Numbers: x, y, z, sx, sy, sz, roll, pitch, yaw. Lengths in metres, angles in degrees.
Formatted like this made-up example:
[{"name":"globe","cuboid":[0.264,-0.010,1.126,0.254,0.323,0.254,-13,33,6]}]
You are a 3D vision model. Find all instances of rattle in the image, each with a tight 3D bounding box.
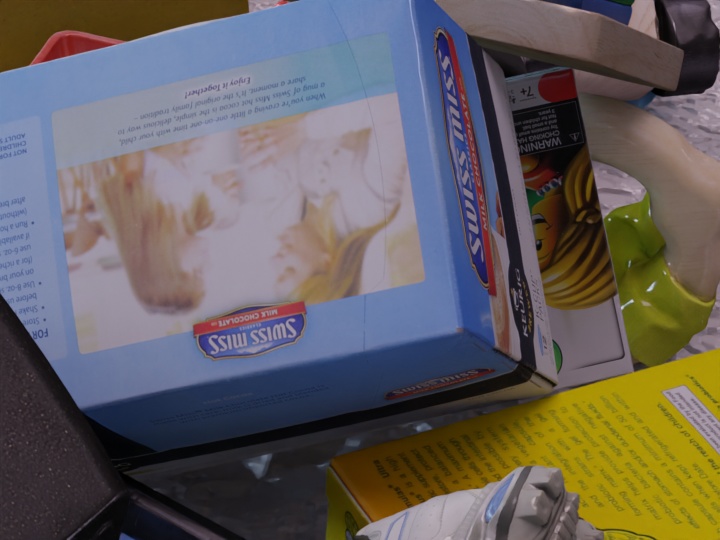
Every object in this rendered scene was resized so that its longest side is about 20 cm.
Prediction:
[{"name":"rattle","cuboid":[0.064,-0.046,1.284,0.200,0.130,0.143,13,44,6]}]

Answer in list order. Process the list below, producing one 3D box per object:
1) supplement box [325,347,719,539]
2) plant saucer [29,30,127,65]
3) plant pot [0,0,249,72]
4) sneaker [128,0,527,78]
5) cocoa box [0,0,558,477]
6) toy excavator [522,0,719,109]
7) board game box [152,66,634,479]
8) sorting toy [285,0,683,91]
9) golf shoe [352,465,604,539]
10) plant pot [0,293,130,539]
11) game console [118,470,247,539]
[{"name":"supplement box","cuboid":[0.095,0.117,1.087,0.200,0.109,0.110,-15,41,-24]},{"name":"plant saucer","cuboid":[-0.077,-0.025,1.318,0.200,0.037,0.200,12,37,11]},{"name":"plant pot","cuboid":[-0.179,-0.222,1.454,0.200,0.177,0.200,-14,40,-24]},{"name":"sneaker","cuboid":[-0.029,-0.096,1.338,0.201,0.067,0.108,-2,33,-10]},{"name":"cocoa box","cuboid":[-0.047,-0.008,1.069,0.200,0.131,0.134,-12,75,15]},{"name":"toy excavator","cuboid":[0.086,-0.155,1.468,0.100,0.200,0.195,-6,82,-16]},{"name":"board game box","cuboid":[0.000,0.000,1.192,0.200,0.127,0.035,-13,6,-3]},{"name":"sorting toy","cuboid":[0.025,-0.132,1.192,0.198,0.070,0.200,14,4,15]},{"name":"golf shoe","cuboid":[0.008,0.148,0.919,0.097,0.078,0.200,-8,35,34]},{"name":"plant pot","cuboid":[-0.188,0.093,0.921,0.177,0.200,0.200,35,45,15]},{"name":"game console","cuboid":[-0.080,0.179,0.984,0.200,0.176,0.116,26,13,25]}]
